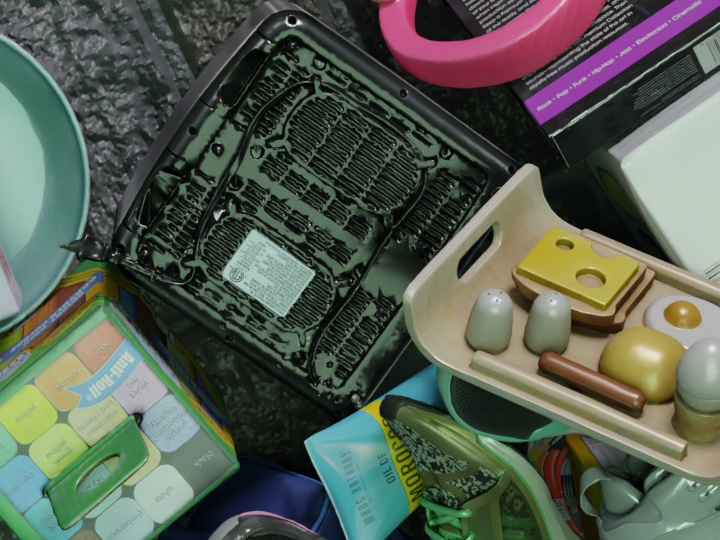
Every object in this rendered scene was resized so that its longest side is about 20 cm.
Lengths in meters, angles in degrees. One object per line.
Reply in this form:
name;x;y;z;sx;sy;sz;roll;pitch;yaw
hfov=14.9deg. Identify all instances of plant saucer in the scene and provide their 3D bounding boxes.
plant saucer;-0.257;-0.053;1.603;0.199;0.036;0.201;-1;101;-5

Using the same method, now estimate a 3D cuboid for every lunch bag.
lunch bag;-0.047;0.188;1.592;0.132;0.200;0.136;40;76;-22

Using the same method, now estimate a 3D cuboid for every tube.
tube;0.040;0.088;1.554;0.050;0.200;0.078;-17;103;43

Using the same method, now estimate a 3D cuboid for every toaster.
toaster;-0.037;-0.041;1.551;0.200;0.119;0.181;34;95;-11

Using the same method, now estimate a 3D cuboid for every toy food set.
toy food set;0.141;0.019;1.409;0.200;0.144;0.061;24;132;19

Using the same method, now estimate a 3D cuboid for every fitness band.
fitness band;0.083;-0.190;1.546;0.037;0.143;0.200;53;51;-46

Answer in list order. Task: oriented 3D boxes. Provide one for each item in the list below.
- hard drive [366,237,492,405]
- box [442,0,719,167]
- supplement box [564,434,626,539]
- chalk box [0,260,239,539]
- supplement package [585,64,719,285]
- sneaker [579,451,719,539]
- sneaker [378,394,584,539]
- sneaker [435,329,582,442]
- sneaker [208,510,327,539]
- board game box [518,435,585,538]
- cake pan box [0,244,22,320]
hard drive;0.000;0.000;1.641;0.140;0.033;0.200;-42;102;3
box;0.127;-0.162;1.548;0.143;0.200;0.036;-33;137;2
supplement box;0.194;0.158;1.569;0.109;0.200;0.110;-12;103;-3
chalk box;-0.154;0.090;1.556;0.125;0.200;0.124;-39;102;2
supplement package;0.236;-0.039;1.572;0.147;0.200;0.191;-33;101;2
sneaker;0.210;0.125;1.418;0.199;0.075;0.115;-17;111;1
sneaker;0.064;0.150;1.506;0.089;0.077;0.200;-48;118;-18
sneaker;0.136;0.045;1.505;0.199;0.140;0.078;15;113;-10
sneaker;-0.002;0.206;1.453;0.079;0.095;0.200;-45;106;-14
board game box;0.160;0.163;1.687;0.134;0.034;0.201;3;100;-7
cake pan box;-0.311;-0.035;1.559;0.184;0.052;0.200;-21;102;-3
